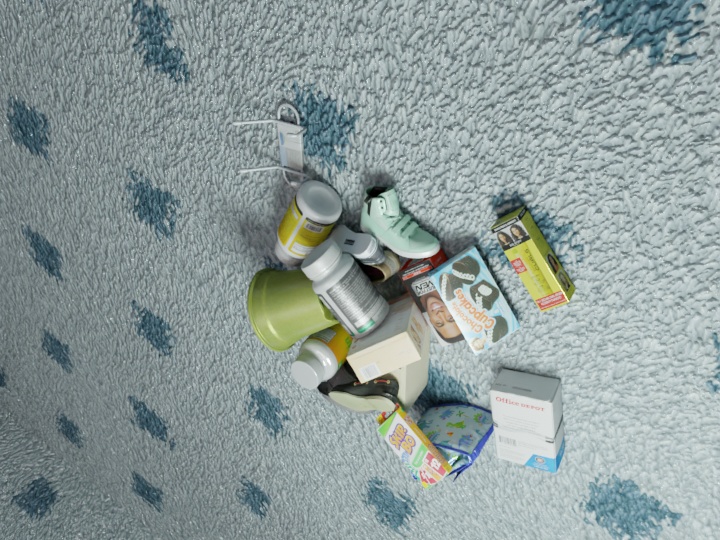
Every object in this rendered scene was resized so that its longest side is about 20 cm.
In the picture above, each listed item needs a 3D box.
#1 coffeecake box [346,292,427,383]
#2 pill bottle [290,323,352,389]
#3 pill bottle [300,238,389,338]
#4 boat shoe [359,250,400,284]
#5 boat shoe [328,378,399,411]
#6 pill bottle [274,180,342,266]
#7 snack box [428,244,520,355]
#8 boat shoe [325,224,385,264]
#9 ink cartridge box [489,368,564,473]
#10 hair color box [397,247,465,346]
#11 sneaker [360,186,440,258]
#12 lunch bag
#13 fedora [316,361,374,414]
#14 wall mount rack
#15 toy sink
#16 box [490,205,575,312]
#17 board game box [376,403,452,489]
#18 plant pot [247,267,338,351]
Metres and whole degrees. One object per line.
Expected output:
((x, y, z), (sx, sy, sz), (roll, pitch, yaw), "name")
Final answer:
((0.065, 0.142, 1.585), (0.151, 0.201, 0.074), (-26, 108, 21), "coffeecake box")
((-0.085, 0.198, 1.764), (0.109, 0.200, 0.114), (18, 130, 24), "pill bottle")
((-0.035, 0.039, 1.558), (0.112, 0.114, 0.201), (-22, 113, 43), "pill bottle")
((0.000, 0.000, 1.658), (0.197, 0.069, 0.075), (-11, 114, 42), "boat shoe")
((0.009, 0.288, 1.677), (0.198, 0.064, 0.074), (-7, 139, 42), "boat shoe")
((-0.128, -0.102, 1.653), (0.112, 0.112, 0.201), (41, 135, 4), "pill bottle")
((0.240, 0.063, 1.504), (0.115, 0.037, 0.203), (-31, 101, 6), "snack box")
((-0.013, -0.052, 1.617), (0.067, 0.073, 0.198), (39, 165, -33), "boat shoe")
((0.376, 0.336, 1.598), (0.143, 0.086, 0.205), (8, 122, 32), "ink cartridge box")
((0.178, 0.060, 1.574), (0.100, 0.061, 0.203), (-23, 105, 42), "hair color box")
((0.082, -0.107, 1.517), (0.197, 0.074, 0.120), (25, 138, 24), "sneaker")
((0.220, 0.406, 1.701), (0.197, 0.170, 0.130), (-19, 104, 41), "lunch bag")
((-0.021, 0.286, 1.827), (0.172, 0.200, 0.093), (15, 99, -13), "fedora")
((-0.196, -0.274, 1.613), (0.170, 0.074, 0.205), (18, 128, 27), "wall mount rack")
((0.089, 0.217, 1.700), (0.110, 0.130, 0.205), (18, 130, 25), "toy sink")
((0.340, -0.021, 1.406), (0.074, 0.050, 0.203), (-24, 104, 43), "box")
((0.118, 0.405, 1.650), (0.201, 0.030, 0.096), (50, 132, 10), "board game box")
((-0.135, 0.075, 1.674), (0.180, 0.201, 0.204), (-14, 112, 31), "plant pot")
